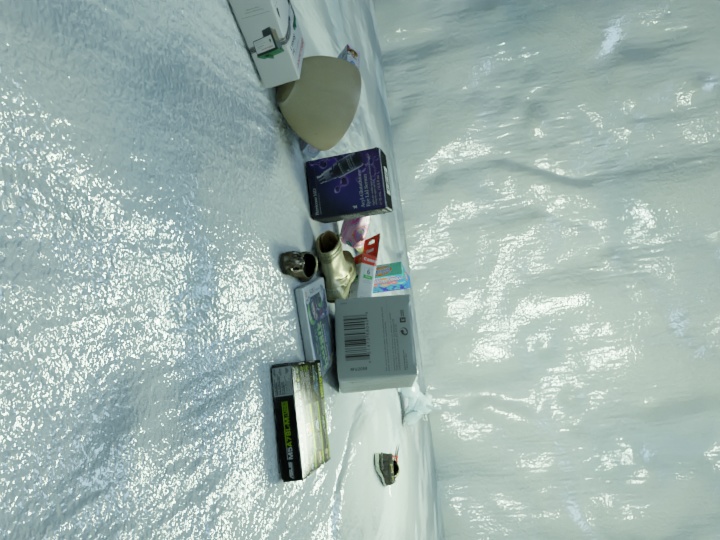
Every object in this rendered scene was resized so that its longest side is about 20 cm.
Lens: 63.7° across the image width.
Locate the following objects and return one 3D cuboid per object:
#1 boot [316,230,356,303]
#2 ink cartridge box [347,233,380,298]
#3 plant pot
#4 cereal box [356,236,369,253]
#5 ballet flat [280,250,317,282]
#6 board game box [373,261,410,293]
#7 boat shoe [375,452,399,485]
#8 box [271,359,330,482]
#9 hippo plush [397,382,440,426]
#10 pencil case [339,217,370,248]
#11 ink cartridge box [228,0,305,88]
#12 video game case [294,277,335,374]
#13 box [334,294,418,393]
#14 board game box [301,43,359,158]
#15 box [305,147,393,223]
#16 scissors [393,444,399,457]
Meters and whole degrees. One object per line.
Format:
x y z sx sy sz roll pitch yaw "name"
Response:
-0.062 -0.036 1.478 0.202 0.071 0.159 -72 155 -54 "boot"
0.000 0.000 1.589 0.108 0.049 0.206 160 -60 -65 "ink cartridge box"
-0.108 -0.385 1.275 0.132 0.199 0.206 15 60 -34 "plant pot"
-0.005 -0.168 1.896 0.144 0.038 0.206 45 39 -72 "cereal box"
-0.120 -0.013 1.237 0.200 0.045 0.070 18 65 -78 "ballet flat"
0.085 0.027 1.977 0.200 0.148 0.046 48 35 -69 "board game box"
0.094 0.634 1.843 0.203 0.059 0.073 67 19 -52 "boat shoe"
-0.110 0.276 1.103 0.193 0.046 0.206 32 50 -78 "box"
0.209 0.533 2.391 0.162 0.158 0.200 51 -1 -3 "hippo plush"
-0.005 -0.169 1.650 0.088 0.085 0.205 -73 179 -64 "pencil case"
-0.181 -0.495 1.152 0.202 0.082 0.149 68 18 -46 "ink cartridge box"
-0.098 0.128 1.312 0.182 0.023 0.206 -32 114 -77 "video game case"
0.035 0.185 1.443 0.172 0.194 0.205 93 -6 -69 "box"
-0.073 -0.412 1.414 0.040 0.199 0.204 22 50 -28 "board game box"
-0.027 -0.209 1.453 0.104 0.194 0.153 1 79 -78 "box"
0.131 0.693 2.120 0.200 0.014 0.075 10 70 -79 "scissors"
